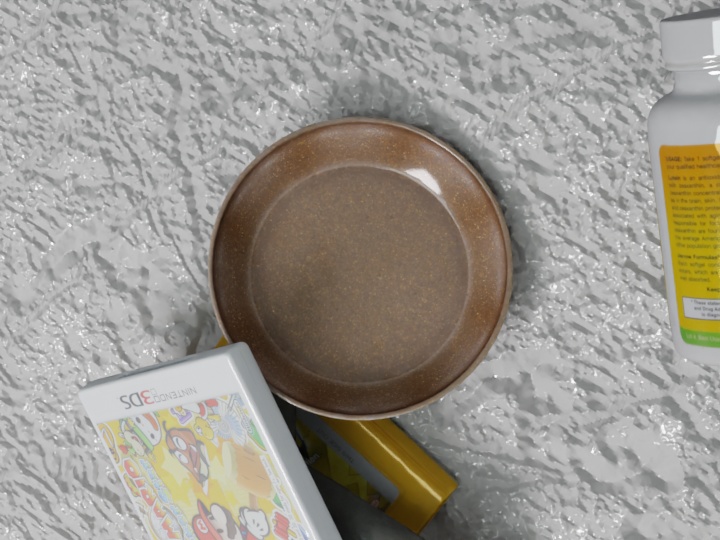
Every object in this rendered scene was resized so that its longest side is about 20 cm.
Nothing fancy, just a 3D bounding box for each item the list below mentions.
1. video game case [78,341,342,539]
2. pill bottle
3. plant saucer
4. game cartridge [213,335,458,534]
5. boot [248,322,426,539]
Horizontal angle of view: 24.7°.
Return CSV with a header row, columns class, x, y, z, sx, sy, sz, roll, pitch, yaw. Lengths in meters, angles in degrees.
class,x,y,z,sx,sy,sz,roll,pitch,yaw
video game case,-0.096,0.154,1.116,0.182,0.023,0.201,-16,103,47
pill bottle,0.228,-0.053,0.964,0.111,0.111,0.201,-4,102,26
plant saucer,0.000,0.000,1.086,0.200,0.037,0.201,0,80,0
game cartridge,-0.053,0.151,1.193,0.200,0.032,0.177,40,116,10
boot,-0.019,0.153,1.109,0.200,0.072,0.182,35,130,31
